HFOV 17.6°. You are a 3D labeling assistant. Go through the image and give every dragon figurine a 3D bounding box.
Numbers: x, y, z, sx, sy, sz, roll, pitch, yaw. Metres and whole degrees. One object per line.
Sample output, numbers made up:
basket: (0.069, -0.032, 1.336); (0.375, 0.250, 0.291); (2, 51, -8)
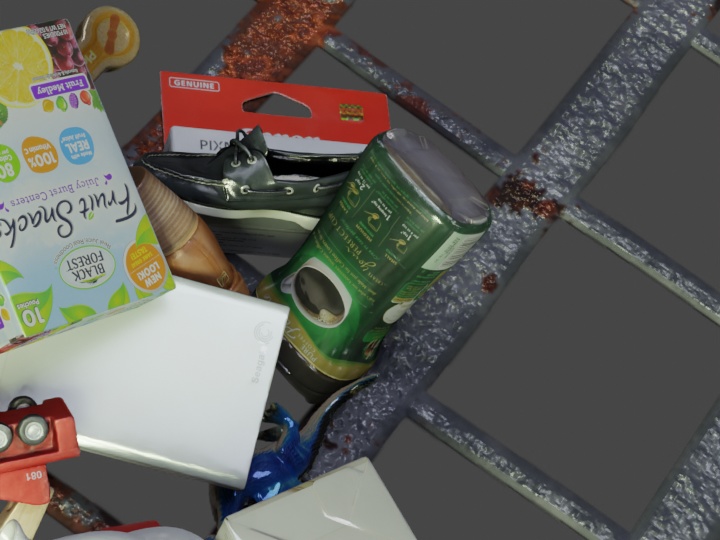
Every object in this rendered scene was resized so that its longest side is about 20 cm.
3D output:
dragon figurine: (-0.056, 0.153, 1.652); (0.199, 0.059, 0.100); (-25, 69, -26)

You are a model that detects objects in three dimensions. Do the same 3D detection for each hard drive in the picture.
hard drive: (-0.161, 0.063, 1.603); (0.199, 0.026, 0.133); (15, 79, -5)

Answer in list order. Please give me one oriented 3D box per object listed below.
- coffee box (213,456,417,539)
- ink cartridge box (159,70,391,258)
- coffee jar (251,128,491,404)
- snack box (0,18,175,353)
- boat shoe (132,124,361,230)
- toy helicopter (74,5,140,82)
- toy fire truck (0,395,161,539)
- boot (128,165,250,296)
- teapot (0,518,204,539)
coffee box: (-0.049, 0.219, 1.520); (0.114, 0.200, 0.080); (-20, 65, -30)
ink cartridge box: (-0.057, -0.091, 1.832); (0.199, 0.044, 0.175); (5, 57, -16)
coffee jar: (0.000, 0.000, 1.696); (0.104, 0.200, 0.085); (48, 27, 16)
snack box: (-0.220, -0.058, 1.535); (0.142, 0.053, 0.201); (-19, 86, -46)
boat shoe: (-0.073, -0.075, 1.733); (0.198, 0.066, 0.075); (11, 23, -13)
toy helicopter: (-0.218, -0.109, 1.634); (0.132, 0.079, 0.200); (46, 60, -9)
toy fire truck: (-0.231, 0.160, 1.547); (0.199, 0.142, 0.049); (-11, 17, -16)
boot: (-0.161, -0.010, 1.708); (0.155, 0.199, 0.077); (50, 60, -27)
teapot: (-0.147, 0.268, 1.446); (0.145, 0.198, 0.200); (-20, 60, -31)
